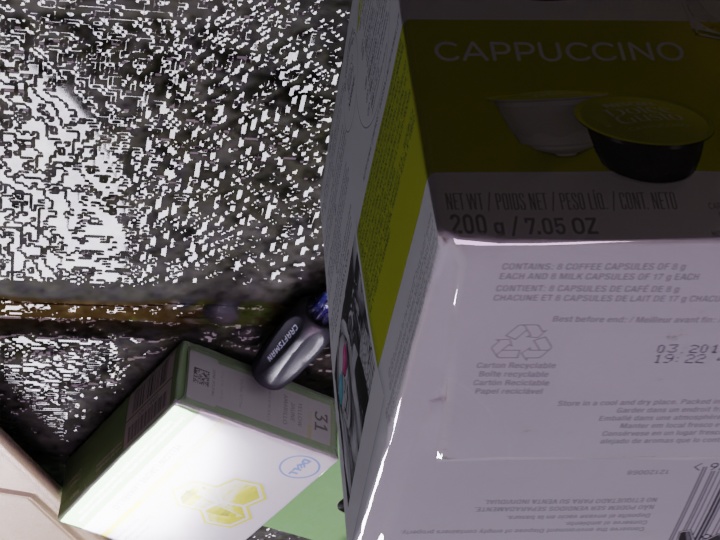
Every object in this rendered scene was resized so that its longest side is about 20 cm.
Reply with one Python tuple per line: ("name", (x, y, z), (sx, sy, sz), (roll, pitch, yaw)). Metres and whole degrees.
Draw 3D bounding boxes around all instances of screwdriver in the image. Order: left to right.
("screwdriver", (0.000, 0.000, 0.756), (0.028, 0.029, 0.200), (15, 140, -27))

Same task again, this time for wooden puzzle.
("wooden puzzle", (-0.261, 0.141, 0.909), (0.184, 0.037, 0.200), (-15, 148, 11))

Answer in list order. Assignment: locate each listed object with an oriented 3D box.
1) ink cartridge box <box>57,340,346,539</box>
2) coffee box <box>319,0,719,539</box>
("ink cartridge box", (-0.052, 0.122, 0.889), (0.199, 0.048, 0.146), (24, 134, -25))
("coffee box", (0.097, -0.022, 0.592), (0.198, 0.199, 0.201), (1, 140, -9))
